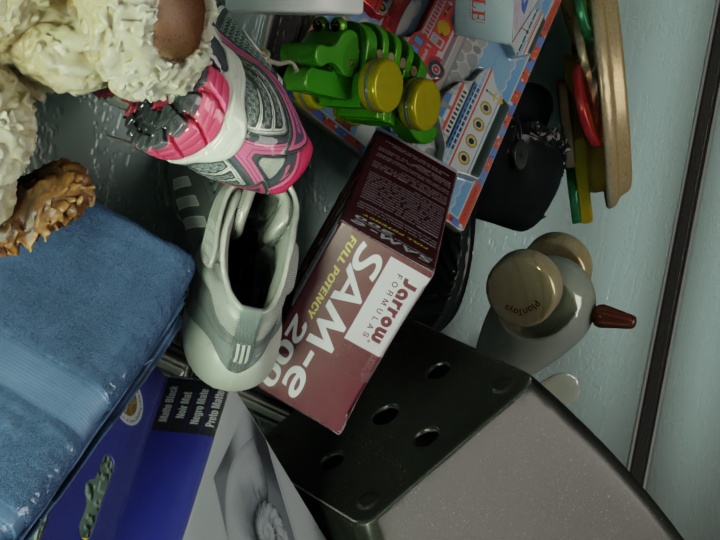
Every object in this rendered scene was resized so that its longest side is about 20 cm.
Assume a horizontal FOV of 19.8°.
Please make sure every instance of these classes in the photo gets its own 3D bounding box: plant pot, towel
[{"bbox_3d":[0.049,0.149,1.224,0.199,0.200,0.178,-38,120,-18],"label":"plant pot"},{"bbox_3d":[-0.167,0.048,0.972,0.200,0.111,0.049,-57,177,-38],"label":"towel"}]

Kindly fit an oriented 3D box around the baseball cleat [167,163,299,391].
[{"bbox_3d":[-0.058,-0.033,1.082,0.201,0.069,0.107,-100,-156,-42],"label":"baseball cleat"}]

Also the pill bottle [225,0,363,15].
[{"bbox_3d":[-0.035,-0.243,1.134,0.109,0.109,0.201,-9,102,-59],"label":"pill bottle"}]

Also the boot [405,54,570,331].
[{"bbox_3d":[0.078,-0.043,1.387,0.168,0.076,0.201,15,76,-55],"label":"boot"}]

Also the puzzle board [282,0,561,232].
[{"bbox_3d":[0.044,-0.145,1.301,0.150,0.017,0.201,36,60,-20],"label":"puzzle board"}]

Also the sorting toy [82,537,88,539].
[{"bbox_3d":[-0.118,0.250,1.112,0.200,0.069,0.200,39,61,-55],"label":"sorting toy"}]

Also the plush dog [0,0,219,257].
[{"bbox_3d":[-0.188,-0.088,0.907,0.199,0.160,0.173,10,104,-41],"label":"plush dog"}]

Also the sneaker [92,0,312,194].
[{"bbox_3d":[-0.082,-0.092,1.027,0.074,0.200,0.081,29,107,-27],"label":"sneaker"}]

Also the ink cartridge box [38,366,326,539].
[{"bbox_3d":[-0.083,0.158,1.030,0.200,0.040,0.200,59,30,-36],"label":"ink cartridge box"}]

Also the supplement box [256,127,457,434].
[{"bbox_3d":[0.000,0.000,1.167,0.109,0.061,0.200,-60,-176,18],"label":"supplement box"}]

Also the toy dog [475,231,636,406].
[{"bbox_3d":[0.122,0.068,1.400,0.132,0.096,0.201,-47,157,-43],"label":"toy dog"}]

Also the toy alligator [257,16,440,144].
[{"bbox_3d":[-0.010,-0.118,1.156,0.200,0.059,0.055,19,80,-54],"label":"toy alligator"}]

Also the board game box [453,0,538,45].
[{"bbox_3d":[0.107,-0.274,1.270,0.200,0.041,0.201,-57,153,-52],"label":"board game box"}]

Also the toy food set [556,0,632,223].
[{"bbox_3d":[0.166,-0.142,1.500,0.199,0.048,0.201,-90,173,-47],"label":"toy food set"}]
